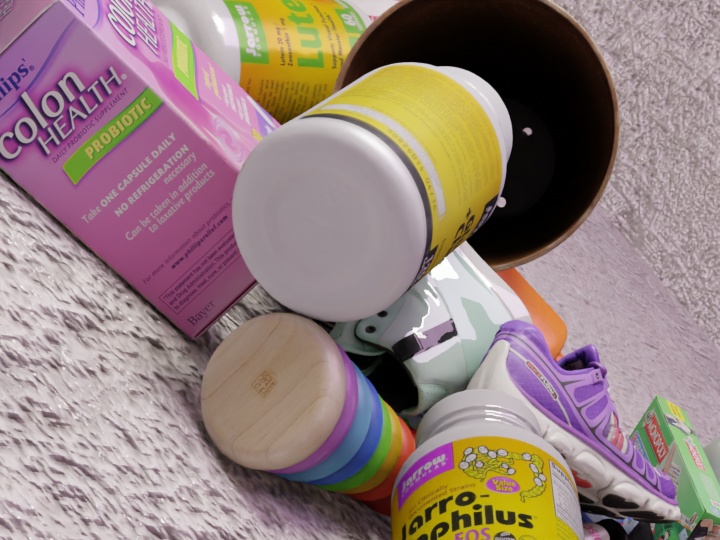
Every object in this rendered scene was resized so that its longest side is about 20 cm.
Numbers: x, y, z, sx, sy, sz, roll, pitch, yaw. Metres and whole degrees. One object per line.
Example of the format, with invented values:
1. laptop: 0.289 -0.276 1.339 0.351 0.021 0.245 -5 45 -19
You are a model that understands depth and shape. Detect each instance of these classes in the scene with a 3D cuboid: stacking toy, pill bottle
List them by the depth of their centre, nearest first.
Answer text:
1. pill bottle: 0.068 0.151 1.140 0.104 0.104 0.200 42 23 -24
2. pill bottle: 0.016 -0.053 1.204 0.112 0.112 0.200 48 30 2
3. stacking toy: -0.008 0.091 1.212 0.085 0.085 0.200 55 10 31
4. pill bottle: -0.090 -0.135 1.448 0.199 0.111 0.111 -1 45 -42

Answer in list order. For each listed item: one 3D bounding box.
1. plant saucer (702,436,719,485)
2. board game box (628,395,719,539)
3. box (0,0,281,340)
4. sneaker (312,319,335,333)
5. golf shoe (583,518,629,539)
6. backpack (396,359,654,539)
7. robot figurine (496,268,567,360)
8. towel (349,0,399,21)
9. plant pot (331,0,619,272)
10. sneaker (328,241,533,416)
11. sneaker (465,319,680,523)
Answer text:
1. plant saucer: 0.239 0.202 1.535 0.050 0.201 0.200 15 18 -7
2. board game box: 0.198 0.184 1.501 0.029 0.135 0.200 29 16 -11
3. box: -0.138 -0.087 1.271 0.200 0.097 0.176 43 13 -21
4. sneaker: -0.029 0.001 1.476 0.078 0.085 0.200 -27 56 -36
5. golf shoe: 0.102 0.175 1.294 0.073 0.092 0.200 54 14 16
6. backpack: 0.092 0.106 1.409 0.163 0.153 0.200 61 -2 38
7. robot figurine: 0.071 0.036 1.578 0.200 0.144 0.117 46 -27 -7
8. towel: -0.008 -0.124 1.635 0.144 0.023 0.201 6 73 -35
9. plant pot: 0.083 -0.087 1.461 0.187 0.187 0.200 49 3 7
10. sneaker: 0.000 0.000 1.298 0.200 0.074 0.118 44 48 18
11. sneaker: 0.139 0.094 1.299 0.080 0.084 0.200 5 -25 40
